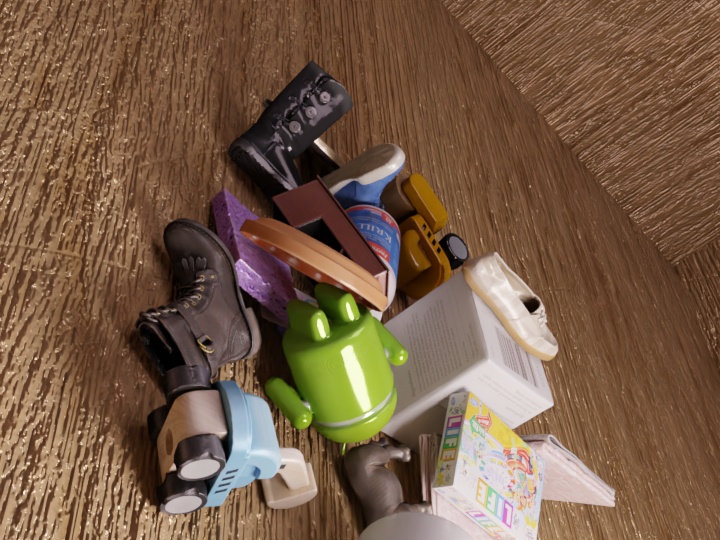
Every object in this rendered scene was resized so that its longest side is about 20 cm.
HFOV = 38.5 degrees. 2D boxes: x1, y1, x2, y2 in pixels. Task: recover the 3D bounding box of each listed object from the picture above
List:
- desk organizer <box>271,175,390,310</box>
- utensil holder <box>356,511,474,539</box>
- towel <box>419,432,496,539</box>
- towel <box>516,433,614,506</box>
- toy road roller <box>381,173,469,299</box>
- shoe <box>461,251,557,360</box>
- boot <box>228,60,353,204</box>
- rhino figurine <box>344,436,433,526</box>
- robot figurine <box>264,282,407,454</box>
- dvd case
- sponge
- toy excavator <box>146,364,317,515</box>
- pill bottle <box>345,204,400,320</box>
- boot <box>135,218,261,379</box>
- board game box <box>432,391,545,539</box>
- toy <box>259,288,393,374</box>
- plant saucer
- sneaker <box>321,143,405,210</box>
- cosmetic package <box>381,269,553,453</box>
[{"bbox_3d":[-0.043,-0.028,1.392,0.201,0.076,0.072,53,-24,35],"label":"desk organizer"},{"bbox_3d":[0.050,0.374,1.054,0.170,0.169,0.201,48,21,-15],"label":"utensil holder"},{"bbox_3d":[0.150,0.329,1.386,0.199,0.032,0.194,25,55,-47],"label":"towel"},{"bbox_3d":[0.258,0.294,1.548,0.199,0.189,0.033,40,61,-32],"label":"towel"},{"bbox_3d":[0.074,-0.048,1.705,0.202,0.122,0.145,58,35,5],"label":"toy road roller"},{"bbox_3d":[0.219,0.050,1.428,0.200,0.053,0.070,45,27,-24],"label":"shoe"},{"bbox_3d":[-0.078,-0.190,1.535,0.165,0.065,0.201,48,59,-15],"label":"boot"},{"bbox_3d":[0.039,0.297,1.256,0.086,0.060,0.202,-3,60,-40],"label":"rhino figurine"},{"bbox_3d":[-0.023,0.119,1.241,0.174,0.115,0.203,-32,117,-27],"label":"robot figurine"},{"bbox_3d":[-0.067,-0.198,1.675,0.200,0.016,0.149,41,-1,-29],"label":"dvd case"},{"bbox_3d":[-0.136,-0.023,1.324,0.111,0.030,0.201,41,14,-30],"label":"sponge"},{"bbox_3d":[-0.113,0.187,1.040,0.197,0.195,0.101,3,50,-26],"label":"toy excavator"},{"bbox_3d":[0.000,0.000,1.502,0.112,0.112,0.201,44,27,-22],"label":"pill bottle"},{"bbox_3d":[-0.193,0.039,1.140,0.202,0.069,0.174,59,23,3],"label":"boot"},{"bbox_3d":[0.175,0.271,1.370,0.200,0.034,0.136,43,48,-35],"label":"board game box"},{"bbox_3d":[-0.056,0.083,1.353,0.198,0.048,0.116,24,21,-22],"label":"toy"},{"bbox_3d":[-0.053,-0.011,1.240,0.198,0.033,0.200,29,-6,3],"label":"plant saucer"},{"bbox_3d":[0.019,-0.116,1.594,0.111,0.199,0.077,44,45,-23],"label":"sneaker"},{"bbox_3d":[0.135,0.143,1.466,0.164,0.199,0.167,35,32,-38],"label":"cosmetic package"}]
